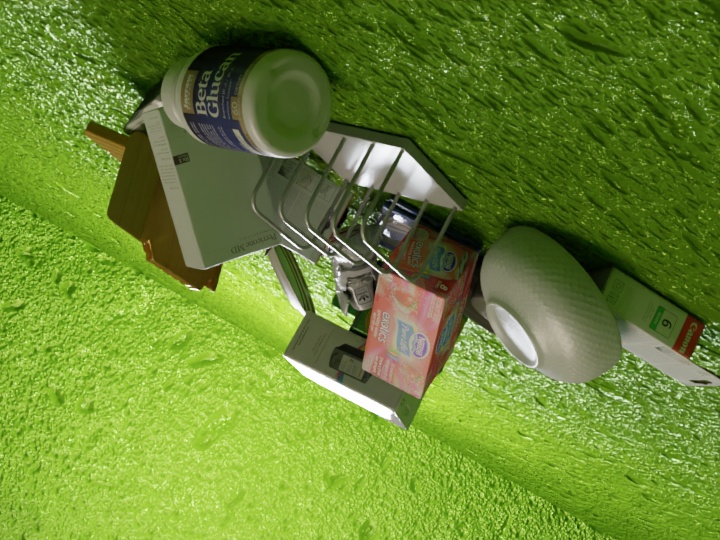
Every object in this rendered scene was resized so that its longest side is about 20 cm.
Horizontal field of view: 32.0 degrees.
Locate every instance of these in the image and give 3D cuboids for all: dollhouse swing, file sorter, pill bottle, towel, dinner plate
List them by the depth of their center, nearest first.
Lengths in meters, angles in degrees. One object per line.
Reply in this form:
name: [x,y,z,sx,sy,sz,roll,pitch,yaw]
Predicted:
pill bottle: [-0.130,-0.185,1.349,0.199,0.112,0.111,14,162,49]
file sorter: [-0.007,-0.081,1.469,0.199,0.125,0.139,17,164,42]
towel: [0.085,-0.037,1.690,0.146,0.024,0.200,28,168,1]
dollhouse swing: [-0.297,-0.087,1.715,0.174,0.183,0.200,7,164,25]
dinner plate: [-0.119,-0.003,2.007,0.200,0.024,0.202,-26,-90,-87]

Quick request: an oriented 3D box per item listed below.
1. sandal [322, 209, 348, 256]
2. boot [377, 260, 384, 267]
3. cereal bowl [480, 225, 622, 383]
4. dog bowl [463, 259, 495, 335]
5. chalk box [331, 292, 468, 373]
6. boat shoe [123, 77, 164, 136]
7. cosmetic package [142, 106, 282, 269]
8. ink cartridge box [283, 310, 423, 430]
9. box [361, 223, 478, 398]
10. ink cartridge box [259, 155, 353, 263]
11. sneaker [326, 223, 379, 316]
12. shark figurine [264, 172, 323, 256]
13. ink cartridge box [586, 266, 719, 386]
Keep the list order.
sandal: [-0.057,-0.072,1.840,0.075,0.048,0.200,31,155,-7]
boot: [0.068,0.024,1.766,0.131,0.070,0.200,28,162,17]
cereal bowl: [0.206,0.052,1.456,0.200,0.083,0.200,50,165,18]
dog bowl: [0.219,0.053,1.672,0.199,0.059,0.200,28,168,7]
chalk box: [0.055,0.069,1.957,0.199,0.125,0.124,27,169,0]
boat shoe: [-0.262,-0.206,1.666,0.065,0.075,0.202,37,159,-15]
cosmetic package: [-0.180,-0.112,1.527,0.081,0.112,0.202,3,112,66]
ink cartridge box: [-0.004,0.156,1.946,0.199,0.086,0.148,25,168,17]
box: [0.074,0.054,1.618,0.094,0.103,0.201,26,137,16]
ink cartridge box: [-0.121,-0.103,1.627,0.199,0.110,0.050,30,178,-7]
sneaker: [0.000,0.000,1.699,0.200,0.074,0.116,-150,44,-82]
shark figurine: [-0.105,-0.071,1.754,0.089,0.129,0.214,24,173,-29]
ink cartridge box: [0.343,0.069,1.474,0.199,0.051,0.109,30,168,-11]
